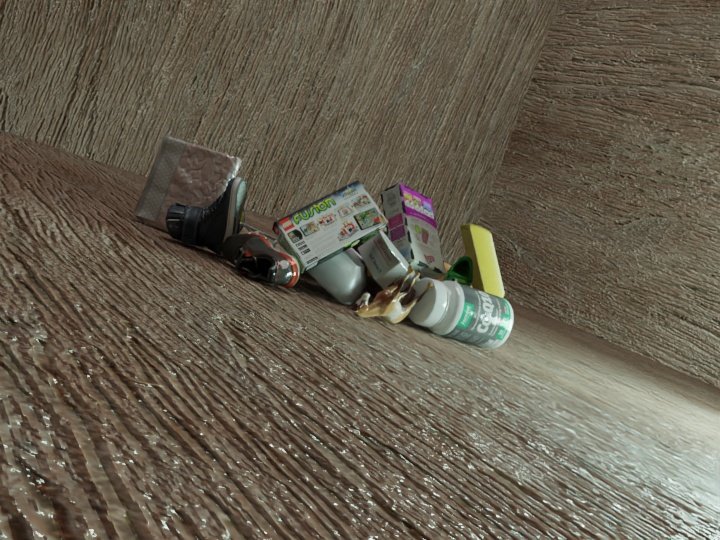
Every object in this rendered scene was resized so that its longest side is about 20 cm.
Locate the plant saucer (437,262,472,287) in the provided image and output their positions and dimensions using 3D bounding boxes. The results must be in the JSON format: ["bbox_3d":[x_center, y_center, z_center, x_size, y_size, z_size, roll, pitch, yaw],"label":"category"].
[{"bbox_3d":[0.193,0.044,1.872,0.200,0.032,0.200,19,41,-17],"label":"plant saucer"}]

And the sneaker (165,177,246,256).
[{"bbox_3d":[-0.305,-0.117,1.543,0.146,0.202,0.077,20,44,-3],"label":"sneaker"}]

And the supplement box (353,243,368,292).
[{"bbox_3d":[0.063,0.008,1.959,0.200,0.110,0.086,19,4,-13],"label":"supplement box"}]

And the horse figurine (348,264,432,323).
[{"bbox_3d":[0.066,0.054,1.489,0.050,0.133,0.200,44,5,21],"label":"horse figurine"}]

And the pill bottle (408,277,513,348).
[{"bbox_3d":[0.202,0.085,1.604,0.200,0.113,0.113,17,5,-29],"label":"pill bottle"}]

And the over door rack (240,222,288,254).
[{"bbox_3d":[-0.171,-0.026,1.700,0.148,0.067,0.200,26,-5,41],"label":"over door rack"}]

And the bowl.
[{"bbox_3d":[-0.064,-0.028,1.605,0.200,0.075,0.200,43,10,5],"label":"bowl"}]

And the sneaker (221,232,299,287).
[{"bbox_3d":[-0.202,-0.025,1.456,0.200,0.077,0.082,20,13,39],"label":"sneaker"}]

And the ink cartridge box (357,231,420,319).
[{"bbox_3d":[0.065,0.001,1.630,0.200,0.067,0.117,49,8,-41],"label":"ink cartridge box"}]

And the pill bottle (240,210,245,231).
[{"bbox_3d":[-0.348,-0.135,1.789,0.112,0.112,0.200,21,0,17],"label":"pill bottle"}]

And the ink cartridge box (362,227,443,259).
[{"bbox_3d":[0.089,-0.074,1.934,0.200,0.048,0.146,7,9,-28],"label":"ink cartridge box"}]

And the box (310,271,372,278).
[{"bbox_3d":[0.000,0.000,1.801,0.200,0.042,0.119,-4,-6,27],"label":"box"}]

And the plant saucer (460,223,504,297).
[{"bbox_3d":[0.278,-0.012,1.786,0.048,0.200,0.200,-12,2,2],"label":"plant saucer"}]

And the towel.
[{"bbox_3d":[-0.370,-0.173,1.678,0.191,0.200,0.032,21,-4,17],"label":"towel"}]

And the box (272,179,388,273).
[{"bbox_3d":[-0.057,-0.087,1.525,0.110,0.200,0.035,56,-25,11],"label":"box"}]

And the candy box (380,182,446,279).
[{"bbox_3d":[0.120,-0.084,1.808,0.061,0.200,0.136,-25,-28,32],"label":"candy box"}]

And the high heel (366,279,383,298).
[{"bbox_3d":[0.087,0.052,1.748,0.096,0.067,0.200,29,-5,-26],"label":"high heel"}]

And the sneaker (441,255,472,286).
[{"bbox_3d":[0.201,0.046,1.742,0.074,0.200,0.084,17,-37,6],"label":"sneaker"}]

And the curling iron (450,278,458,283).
[{"bbox_3d":[0.238,0.084,1.703,0.200,0.050,0.026,53,-2,-34],"label":"curling iron"}]
